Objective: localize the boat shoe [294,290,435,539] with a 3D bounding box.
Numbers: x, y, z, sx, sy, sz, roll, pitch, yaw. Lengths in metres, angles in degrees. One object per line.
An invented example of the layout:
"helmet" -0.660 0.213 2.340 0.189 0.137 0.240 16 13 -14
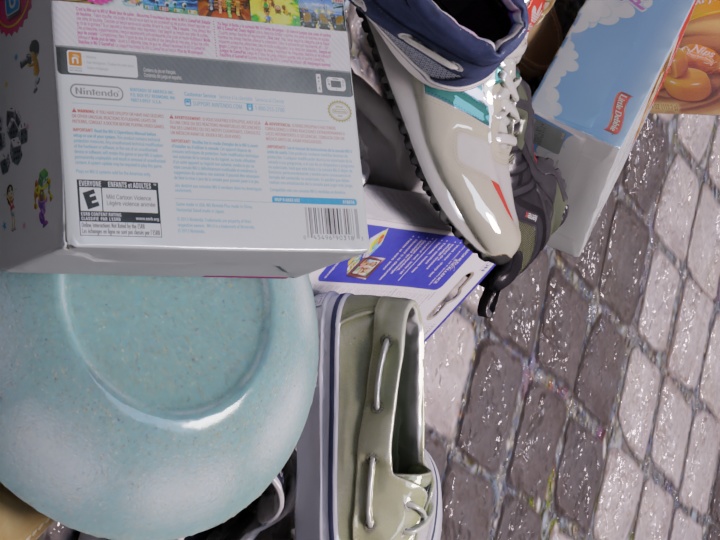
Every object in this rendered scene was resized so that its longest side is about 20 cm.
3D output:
"boat shoe" 0.005 0.110 0.957 0.072 0.061 0.203 -11 96 -66

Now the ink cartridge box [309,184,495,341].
"ink cartridge box" 0.000 0.000 1.022 0.095 0.037 0.199 -48 152 21

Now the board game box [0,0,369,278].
"board game box" -0.081 -0.101 0.806 0.146 0.064 0.202 2 79 -36

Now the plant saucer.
"plant saucer" -0.092 0.015 0.831 0.199 0.039 0.203 12 69 -32

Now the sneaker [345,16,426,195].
"sneaker" -0.032 -0.071 1.000 0.089 0.075 0.200 -52 142 -14

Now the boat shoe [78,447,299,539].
"boat shoe" -0.062 0.107 0.958 0.200 0.065 0.074 -51 135 -44

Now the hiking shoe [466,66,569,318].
"hiking shoe" 0.062 -0.060 1.138 0.200 0.075 0.101 53 54 -40

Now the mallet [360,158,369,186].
"mallet" -0.072 -0.084 0.887 0.200 0.041 0.066 42 60 -30

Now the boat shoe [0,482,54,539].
"boat shoe" -0.120 0.050 0.855 0.201 0.063 0.074 -57 139 -40

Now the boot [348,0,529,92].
"boot" 0.003 -0.173 0.913 0.073 0.200 0.090 -48 -176 -10

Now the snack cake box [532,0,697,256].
"snack cake box" 0.162 -0.123 1.266 0.116 0.067 0.201 102 15 -52

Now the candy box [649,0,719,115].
"candy box" 0.222 -0.209 1.352 0.055 0.114 0.201 -53 137 -43

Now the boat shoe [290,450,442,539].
"boat shoe" -0.014 0.165 1.036 0.203 0.074 0.086 -59 158 -27

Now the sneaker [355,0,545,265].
"sneaker" 0.060 -0.107 0.989 0.070 0.093 0.202 12 57 -78

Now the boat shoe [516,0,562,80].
"boat shoe" 0.091 -0.174 1.182 0.200 0.064 0.072 37 63 -56
